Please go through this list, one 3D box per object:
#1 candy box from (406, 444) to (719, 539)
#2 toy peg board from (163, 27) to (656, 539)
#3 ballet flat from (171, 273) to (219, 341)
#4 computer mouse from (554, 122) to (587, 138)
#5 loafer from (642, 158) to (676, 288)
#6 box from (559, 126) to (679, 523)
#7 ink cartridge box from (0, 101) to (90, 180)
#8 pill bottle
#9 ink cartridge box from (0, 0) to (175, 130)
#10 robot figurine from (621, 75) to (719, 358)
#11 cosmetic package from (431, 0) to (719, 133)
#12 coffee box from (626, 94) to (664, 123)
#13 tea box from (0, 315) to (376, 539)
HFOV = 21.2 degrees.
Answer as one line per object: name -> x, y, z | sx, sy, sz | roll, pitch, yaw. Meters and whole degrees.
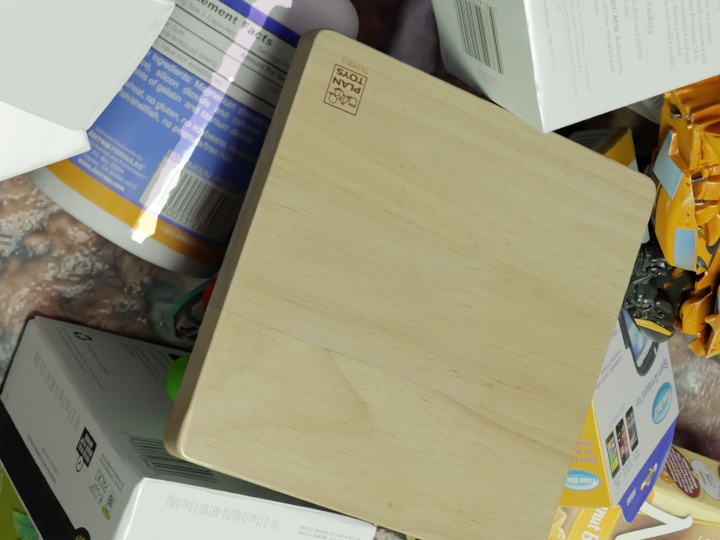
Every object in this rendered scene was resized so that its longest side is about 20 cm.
candy box -> 0.137, 0.150, 1.160 | 0.199, 0.055, 0.116 | 22, 122, -29
toy peg board -> 0.011, 0.016, 0.922 | 0.199, 0.098, 0.201 | 22, 83, -27
ballet flat -> 0.000, 0.000, 0.986 | 0.200, 0.072, 0.072 | -30, 120, -24
computer mouse -> 0.064, 0.011, 1.097 | 0.199, 0.046, 0.141 | -34, 114, -22
loafer -> 0.182, -0.047, 1.074 | 0.063, 0.072, 0.201 | -32, 155, -29
box -> 0.130, 0.035, 1.060 | 0.119, 0.041, 0.201 | -41, 125, -54
ink cartridge box -> -0.238, -0.069, 0.883 | 0.199, 0.115, 0.068 | -20, 117, -15
pill bottle -> -0.070, -0.107, 0.948 | 0.112, 0.112, 0.201 | 27, 97, -31
ink cartridge box -> -0.165, -0.175, 0.816 | 0.146, 0.201, 0.086 | 21, 130, -30
robot figurine -> 0.201, -0.030, 0.994 | 0.144, 0.058, 0.201 | -21, 141, -12
cosmetic package -> 0.143, -0.142, 0.901 | 0.199, 0.113, 0.082 | -21, 118, -17
coffee box -> 0.103, -0.183, 0.995 | 0.080, 0.114, 0.200 | -45, 122, -2
tea box -> -0.118, 0.160, 0.981 | 0.133, 0.200, 0.198 | 15, 103, -29
